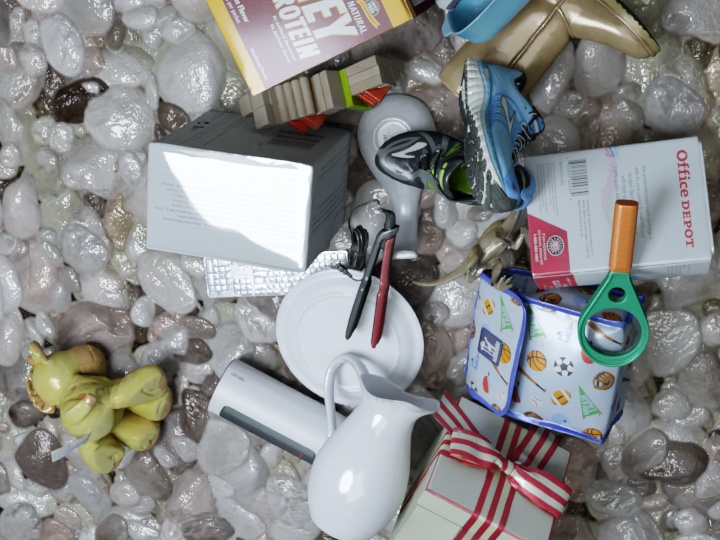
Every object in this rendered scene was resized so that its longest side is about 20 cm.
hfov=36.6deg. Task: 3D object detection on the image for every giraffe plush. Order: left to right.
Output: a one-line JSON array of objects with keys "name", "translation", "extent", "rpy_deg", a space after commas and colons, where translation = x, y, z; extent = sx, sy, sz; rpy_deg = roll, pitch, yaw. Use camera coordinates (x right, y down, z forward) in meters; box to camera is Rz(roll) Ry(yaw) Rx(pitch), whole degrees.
[{"name": "giraffe plush", "translation": [-0.380, 0.170, 1.493], "extent": [0.162, 0.200, 0.173], "rpy_deg": [39, 120, 29]}]

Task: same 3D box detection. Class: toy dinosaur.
[{"name": "toy dinosaur", "translation": [0.151, -0.017, 1.325], "extent": [0.058, 0.101, 0.200], "rpy_deg": [34, 115, -21]}]

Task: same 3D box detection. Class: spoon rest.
[{"name": "spoon rest", "translation": [0.047, -0.116, 1.344], "extent": [0.099, 0.061, 0.201], "rpy_deg": [-2, 95, 12]}]

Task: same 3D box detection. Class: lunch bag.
[{"name": "lunch bag", "translation": [0.228, 0.098, 1.338], "extent": [0.199, 0.124, 0.171], "rpy_deg": [17, 113, 24]}]

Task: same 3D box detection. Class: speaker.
[{"name": "speaker", "translation": [-0.100, 0.198, 1.466], "extent": [0.199, 0.081, 0.081], "rpy_deg": [28, 112, 2]}]

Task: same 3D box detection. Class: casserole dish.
[{"name": "casserole dish", "translation": [0.170, -0.328, 1.207], "extent": [0.039, 0.121, 0.200], "rpy_deg": [37, 113, -21]}]

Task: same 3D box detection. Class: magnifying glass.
[{"name": "magnifying glass", "translation": [0.284, 0.017, 1.201], "extent": [0.079, 0.022, 0.201], "rpy_deg": [4, 119, 10]}]

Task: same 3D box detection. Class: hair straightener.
[{"name": "hair straightener", "translation": [0.000, 0.000, 1.325], "extent": [0.077, 0.041, 0.201], "rpy_deg": [15, 123, 11]}]

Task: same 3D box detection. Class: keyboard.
[{"name": "keyboard", "translation": [-0.111, 0.005, 1.439], "extent": [0.199, 0.011, 0.057], "rpy_deg": [-2, 108, 13]}]

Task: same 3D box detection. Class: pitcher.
[{"name": "pitcher", "translation": [-0.006, 0.221, 1.371], "extent": [0.171, 0.121, 0.201], "rpy_deg": [32, 106, 41]}]

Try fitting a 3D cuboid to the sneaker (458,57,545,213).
[{"name": "sneaker", "translation": [0.159, -0.152, 1.178], "extent": [0.089, 0.201, 0.079], "rpy_deg": [0, 148, -3]}]

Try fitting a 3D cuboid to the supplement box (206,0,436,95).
[{"name": "supplement box", "translation": [-0.038, -0.309, 1.212], "extent": [0.197, 0.200, 0.133], "rpy_deg": [-22, 102, 19]}]

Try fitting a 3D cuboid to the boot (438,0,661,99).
[{"name": "boot", "translation": [0.217, -0.243, 1.253], "extent": [0.175, 0.066, 0.200], "rpy_deg": [45, 112, 8]}]

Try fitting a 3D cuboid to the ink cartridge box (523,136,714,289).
[{"name": "ink cartridge box", "translation": [0.296, -0.062, 1.253], "extent": [0.199, 0.083, 0.147], "rpy_deg": [-5, 76, 14]}]

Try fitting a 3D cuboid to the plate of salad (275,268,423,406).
[{"name": "plate of salad", "translation": [-0.013, 0.085, 1.421], "extent": [0.199, 0.048, 0.201], "rpy_deg": [7, 116, 14]}]

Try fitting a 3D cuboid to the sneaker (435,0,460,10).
[{"name": "sneaker", "translation": [0.073, -0.399, 1.208], "extent": [0.129, 0.080, 0.200], "rpy_deg": [10, 110, -4]}]

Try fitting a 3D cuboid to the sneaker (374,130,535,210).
[{"name": "sneaker", "translation": [0.103, -0.118, 1.250], "extent": [0.199, 0.083, 0.071], "rpy_deg": [20, 100, 28]}]

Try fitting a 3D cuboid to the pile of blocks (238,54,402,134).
[{"name": "pile of blocks", "translation": [-0.043, -0.199, 1.303], "extent": [0.199, 0.082, 0.062], "rpy_deg": [-13, 84, 11]}]

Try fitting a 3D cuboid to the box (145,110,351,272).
[{"name": "box", "translation": [-0.129, -0.099, 1.305], "extent": [0.199, 0.199, 0.131], "rpy_deg": [9, 110, 10]}]

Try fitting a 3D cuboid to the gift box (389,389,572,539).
[{"name": "gift box", "translation": [0.149, 0.274, 1.375], "extent": [0.184, 0.200, 0.187], "rpy_deg": [24, 135, -3]}]
